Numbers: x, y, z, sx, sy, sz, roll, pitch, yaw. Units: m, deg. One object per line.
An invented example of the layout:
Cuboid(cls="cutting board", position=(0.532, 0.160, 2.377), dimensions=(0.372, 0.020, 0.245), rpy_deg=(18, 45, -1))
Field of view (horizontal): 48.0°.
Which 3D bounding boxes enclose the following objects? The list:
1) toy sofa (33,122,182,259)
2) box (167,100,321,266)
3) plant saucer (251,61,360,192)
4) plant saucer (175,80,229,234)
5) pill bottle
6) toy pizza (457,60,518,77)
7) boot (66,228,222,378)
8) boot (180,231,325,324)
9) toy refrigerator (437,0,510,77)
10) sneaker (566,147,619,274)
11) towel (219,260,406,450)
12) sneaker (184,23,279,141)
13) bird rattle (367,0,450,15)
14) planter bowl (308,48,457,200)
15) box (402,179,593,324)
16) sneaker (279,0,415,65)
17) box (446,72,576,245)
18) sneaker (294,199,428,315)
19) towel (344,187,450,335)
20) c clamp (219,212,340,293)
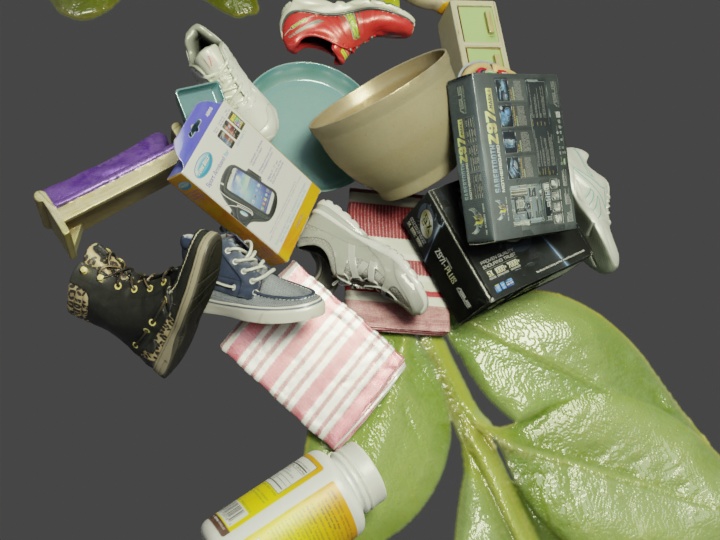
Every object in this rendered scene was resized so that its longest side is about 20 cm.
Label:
Cuboid(cls="toy sofa", position=(-0.304, -0.112, 1.008), dimensions=(0.199, 0.083, 0.098), rpy_deg=(-32, 81, -22))
Cuboid(cls="box", position=(-0.146, -0.112, 0.995), dimensions=(0.200, 0.041, 0.120), rpy_deg=(41, 56, -28))
Cuboid(cls="plant saucer", position=(-0.071, -0.197, 1.127), dimensions=(0.198, 0.027, 0.202), rpy_deg=(4, 70, -13))
Cuboid(cls="plant saucer", position=(-0.173, -0.133, 1.012), dimensions=(0.070, 0.019, 0.202), rpy_deg=(-26, 101, -44))
Cuboid(cls="pill bottle", position=(-0.071, 0.279, 0.911), dimensions=(0.199, 0.109, 0.110), rpy_deg=(-29, 80, -21))
Cuboid(cls="toy pizza", position=(0.213, -0.209, 1.101), dimensions=(0.199, 0.032, 0.202), rpy_deg=(20, 52, -27))
Cuboid(cls="boot", position=(-0.251, 0.014, 0.933), dimensions=(0.150, 0.201, 0.073), rpy_deg=(29, 32, 4))
Cuboid(cls="boot", position=(-0.134, 0.006, 0.954), dimensions=(0.198, 0.073, 0.091), rpy_deg=(4, 106, 25))
Cuboid(cls="toy refrigerator", position=(0.175, -0.298, 1.201), dimensions=(0.075, 0.070, 0.202), rpy_deg=(-3, 71, -14))
Cuboid(cls="sneaker", position=(0.332, -0.094, 1.167), dimensions=(0.079, 0.070, 0.202), rpy_deg=(-16, 75, -21))
Cuboid(cls="towel", position=(-0.057, 0.106, 1.009), dimensions=(0.200, 0.030, 0.147), rpy_deg=(41, 76, 0))
Cuboid(cls="sneaker", position=(-0.180, -0.241, 1.055), dimensions=(0.078, 0.099, 0.200), rpy_deg=(-37, 65, -2))
Cuboid(cls="bird rattle", position=(0.077, -0.469, 1.244), dimensions=(0.162, 0.113, 0.202), rpy_deg=(21, 53, -18))
Cuboid(cls="planter bowl", position=(0.050, -0.176, 1.047), dimensions=(0.200, 0.200, 0.136), rpy_deg=(-38, 111, -23))
Cuboid(cls="box", position=(0.185, -0.046, 1.086), dimensions=(0.199, 0.086, 0.165), rpy_deg=(-21, 76, -30))
Cuboid(cls="sneaker", position=(-0.018, -0.340, 1.176), dimensions=(0.197, 0.077, 0.086), rpy_deg=(-2, 82, -7))
Cuboid(cls="box", position=(0.189, -0.139, 1.000), dimensions=(0.157, 0.051, 0.202), rpy_deg=(-10, 92, -38))
Cuboid(cls="sneaker", position=(0.000, 0.000, 1.038), dimensions=(0.199, 0.075, 0.082), rpy_deg=(38, 75, 17))
Cuboid(cls="towel", position=(0.049, -0.012, 1.094), dimensions=(0.142, 0.023, 0.202), rpy_deg=(5, 68, -10))
Cuboid(cls="c clamp", position=(-0.114, -0.013, 1.049), dimensions=(0.170, 0.027, 0.201), rpy_deg=(-24, 78, -20))
